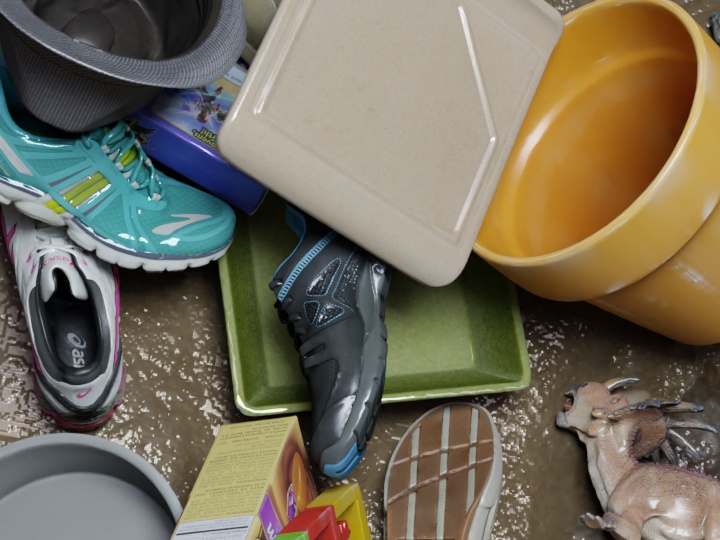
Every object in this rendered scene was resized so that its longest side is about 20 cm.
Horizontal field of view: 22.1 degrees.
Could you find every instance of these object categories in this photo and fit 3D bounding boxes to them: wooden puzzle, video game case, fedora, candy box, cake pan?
[{"bbox_3d":[0.020,-0.117,1.152,0.185,0.037,0.201,31,76,-24],"label":"wooden puzzle"},{"bbox_3d":[-0.115,-0.161,1.228,0.199,0.045,0.182,30,58,-5],"label":"video game case"},{"bbox_3d":[-0.162,-0.151,1.117,0.176,0.090,0.201,19,41,-16],"label":"fedora"},{"bbox_3d":[-0.066,0.187,1.072,0.056,0.117,0.200,-8,25,15],"label":"candy box"},{"bbox_3d":[-0.188,0.197,1.106,0.199,0.037,0.201,-7,61,13],"label":"cake pan"}]

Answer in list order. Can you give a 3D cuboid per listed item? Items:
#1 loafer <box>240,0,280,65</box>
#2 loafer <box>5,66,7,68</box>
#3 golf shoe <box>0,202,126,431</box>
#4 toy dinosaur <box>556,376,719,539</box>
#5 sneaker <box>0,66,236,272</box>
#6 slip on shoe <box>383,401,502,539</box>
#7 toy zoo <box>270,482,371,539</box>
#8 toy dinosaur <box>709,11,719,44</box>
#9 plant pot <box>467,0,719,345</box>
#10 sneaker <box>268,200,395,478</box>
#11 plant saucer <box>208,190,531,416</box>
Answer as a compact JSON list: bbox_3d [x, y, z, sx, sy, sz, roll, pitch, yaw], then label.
[{"bbox_3d":[-0.014,-0.131,1.186,0.200,0.067,0.076,38,58,-5],"label":"loafer"},{"bbox_3d":[-0.222,-0.142,1.242,0.200,0.072,0.063,-48,113,-30],"label":"loafer"},{"bbox_3d":[-0.188,-0.003,1.191,0.072,0.092,0.201,-11,70,-13],"label":"golf shoe"},{"bbox_3d":[0.212,0.156,1.210,0.200,0.086,0.136,37,61,-1],"label":"toy dinosaur"},{"bbox_3d":[-0.165,-0.062,1.157,0.199,0.080,0.078,24,35,-19],"label":"sneaker"},{"bbox_3d":[0.052,0.178,1.185,0.075,0.061,0.201,-1,50,10],"label":"slip on shoe"},{"bbox_3d":[-0.016,0.206,1.100,0.020,0.200,0.132,-9,95,15],"label":"toy zoo"},{"bbox_3d":[0.300,-0.157,1.362,0.199,0.047,0.089,-2,77,-7],"label":"toy dinosaur"},{"bbox_3d":[0.191,-0.048,1.213,0.183,0.199,0.201,36,62,-36],"label":"plant pot"},{"bbox_3d":[-0.021,0.038,1.170,0.081,0.073,0.201,8,59,-1],"label":"sneaker"},{"bbox_3d":[0.000,0.000,1.246,0.199,0.048,0.201,-4,70,-12],"label":"plant saucer"}]
